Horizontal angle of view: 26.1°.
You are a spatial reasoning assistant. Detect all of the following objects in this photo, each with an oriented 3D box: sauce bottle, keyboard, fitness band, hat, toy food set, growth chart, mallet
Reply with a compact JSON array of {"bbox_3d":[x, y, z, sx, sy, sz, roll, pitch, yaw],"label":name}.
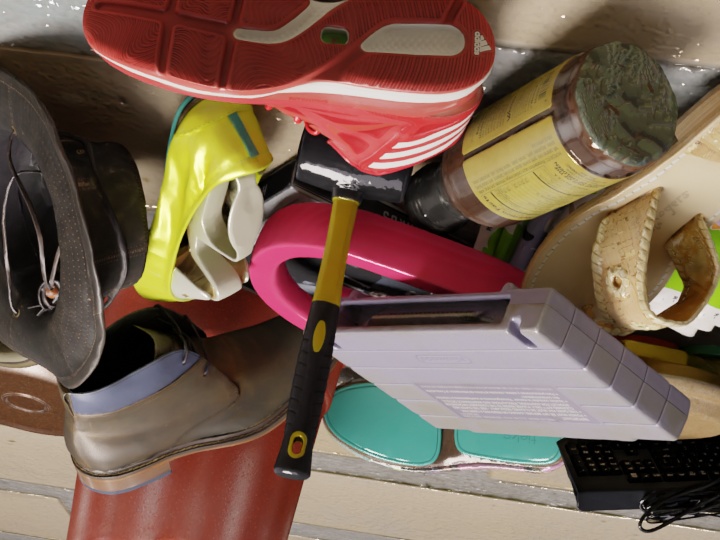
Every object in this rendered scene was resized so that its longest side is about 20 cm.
[{"bbox_3d":[0.083,-0.059,0.800,0.064,0.066,0.200,21,163,-21],"label":"sauce bottle"},{"bbox_3d":[0.243,0.134,1.082,0.197,0.105,0.040,-2,122,-7],"label":"keyboard"},{"bbox_3d":[0.030,0.017,0.928,0.198,0.038,0.144,19,156,1],"label":"fitness band"},{"bbox_3d":[-0.171,-0.037,0.898,0.080,0.203,0.200,-20,172,-33],"label":"hat"},{"bbox_3d":[0.165,0.078,1.047,0.195,0.049,0.200,11,166,-16],"label":"toy food set"},{"bbox_3d":[0.159,-0.006,0.912,0.197,0.018,0.146,9,143,4],"label":"growth chart"},{"bbox_3d":[-0.008,0.013,0.832,0.065,0.203,0.041,5,162,-3],"label":"mallet"}]

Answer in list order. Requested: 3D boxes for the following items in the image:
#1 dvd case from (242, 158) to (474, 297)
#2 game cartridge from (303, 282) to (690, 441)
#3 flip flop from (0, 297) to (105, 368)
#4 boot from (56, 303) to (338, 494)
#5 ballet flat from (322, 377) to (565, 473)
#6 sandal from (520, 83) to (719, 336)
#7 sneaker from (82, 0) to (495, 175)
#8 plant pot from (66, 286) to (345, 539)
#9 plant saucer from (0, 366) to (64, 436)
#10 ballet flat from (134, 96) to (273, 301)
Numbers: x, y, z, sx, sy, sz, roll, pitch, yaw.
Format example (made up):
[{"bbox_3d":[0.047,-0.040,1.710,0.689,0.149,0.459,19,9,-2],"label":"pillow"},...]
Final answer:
[{"bbox_3d":[0.000,0.000,1.003,0.198,0.025,0.150,25,151,-26],"label":"dvd case"},{"bbox_3d":[0.073,0.053,0.872,0.129,0.039,0.199,32,159,-33],"label":"game cartridge"},{"bbox_3d":[-0.266,0.019,1.100,0.198,0.082,0.058,2,140,29],"label":"flip flop"},{"bbox_3d":[-0.098,0.061,0.977,0.199,0.075,0.097,-30,144,-14],"label":"boot"},{"bbox_3d":[0.071,0.119,1.186,0.197,0.070,0.071,3,180,15],"label":"ballet flat"},{"bbox_3d":[0.152,-0.006,0.787,0.077,0.070,0.212,22,128,-24],"label":"sandal"},{"bbox_3d":[-0.037,-0.088,0.777,0.197,0.079,0.116,10,153,3],"label":"sneaker"},{"bbox_3d":[-0.117,0.126,1.106,0.198,0.198,0.201,9,155,4],"label":"plant pot"},{"bbox_3d":[-0.274,0.096,1.292,0.198,0.037,0.201,9,155,4],"label":"plant saucer"},{"bbox_3d":[-0.089,-0.023,0.900,0.067,0.066,0.201,49,147,18],"label":"ballet flat"}]
